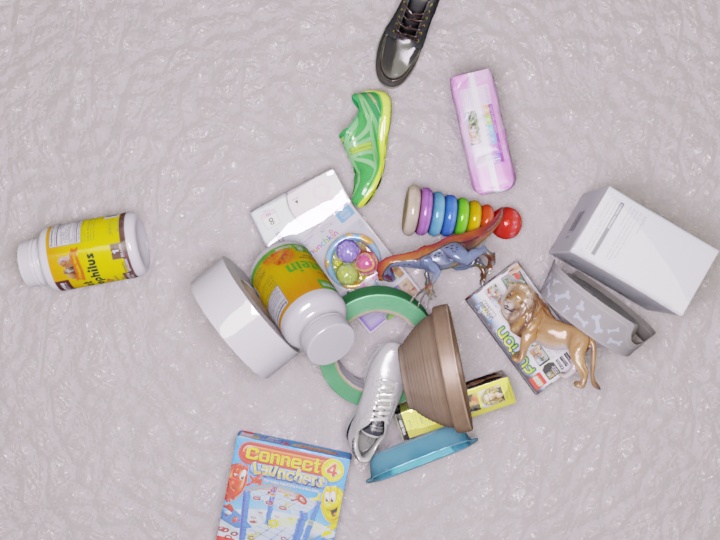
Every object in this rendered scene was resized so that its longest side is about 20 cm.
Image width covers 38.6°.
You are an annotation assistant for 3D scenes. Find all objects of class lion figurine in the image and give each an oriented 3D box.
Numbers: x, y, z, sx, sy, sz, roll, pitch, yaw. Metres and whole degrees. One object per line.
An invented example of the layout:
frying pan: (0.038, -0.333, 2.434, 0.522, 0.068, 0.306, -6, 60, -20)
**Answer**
lion figurine: (0.314, 0.105, 1.666, 0.199, 0.072, 0.123, 22, 97, 15)

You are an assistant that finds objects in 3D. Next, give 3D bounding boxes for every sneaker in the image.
sneaker: (0.076, -0.403, 1.691, 0.074, 0.106, 0.201, 21, 91, 0)
sneaker: (0.003, -0.202, 1.716, 0.083, 0.074, 0.202, 7, 82, -2)
sneaker: (0.033, 0.214, 1.665, 0.076, 0.081, 0.201, 15, 103, -7)

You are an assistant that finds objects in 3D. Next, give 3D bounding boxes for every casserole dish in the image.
casserole dish: (0.096, 0.301, 1.703, 0.199, 0.121, 0.039, -22, 73, 1)

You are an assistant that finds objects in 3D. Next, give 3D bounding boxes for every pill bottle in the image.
pill bottle: (-0.089, 0.053, 1.626, 0.111, 0.111, 0.200, -38, 49, 1)
pill bottle: (-0.459, -0.028, 1.704, 0.199, 0.109, 0.110, -10, 91, 1)

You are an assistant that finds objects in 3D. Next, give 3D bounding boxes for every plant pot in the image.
plant pot: (0.112, 0.158, 1.599, 0.092, 0.201, 0.202, -11, 91, 6)

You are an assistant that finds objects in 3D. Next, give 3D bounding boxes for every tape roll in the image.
tape roll: (-0.186, 0.075, 1.658, 0.071, 0.202, 0.203, -39, 90, 2)
tape roll: (0.028, 0.127, 1.704, 0.199, 0.048, 0.202, -1, 108, -3)

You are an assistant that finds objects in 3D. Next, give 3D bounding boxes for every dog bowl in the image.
dog bowl: (0.376, 0.063, 1.655, 0.199, 0.200, 0.059, 34, 102, 0)

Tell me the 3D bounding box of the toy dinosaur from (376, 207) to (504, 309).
toy dinosaur: (0.123, -0.020, 1.679, 0.180, 0.105, 0.201, 15, 76, -3)

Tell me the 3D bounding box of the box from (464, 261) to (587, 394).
box: (0.278, 0.096, 1.733, 0.110, 0.035, 0.200, -36, 90, 1)

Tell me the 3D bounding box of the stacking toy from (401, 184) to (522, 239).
stacking toy: (0.172, -0.088, 1.712, 0.198, 0.085, 0.086, 8, 91, -3)

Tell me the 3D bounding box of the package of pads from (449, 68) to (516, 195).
package of pads: (0.202, -0.223, 1.686, 0.075, 0.120, 0.201, -13, 91, 6)

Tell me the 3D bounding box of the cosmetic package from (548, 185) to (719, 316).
cosmetic package: (0.432, -0.030, 1.646, 0.199, 0.199, 0.123, 31, 91, 0)

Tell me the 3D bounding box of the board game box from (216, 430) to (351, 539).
board game box: (-0.130, 0.389, 1.734, 0.199, 0.056, 0.197, 11, 91, 1)

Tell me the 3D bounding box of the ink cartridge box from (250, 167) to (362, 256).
ink cartridge box: (-0.070, -0.047, 1.730, 0.162, 0.057, 0.201, -28, 86, 1)

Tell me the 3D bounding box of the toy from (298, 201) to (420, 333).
toy: (0.000, 0.000, 1.709, 0.115, 0.047, 0.200, -39, 104, 3)

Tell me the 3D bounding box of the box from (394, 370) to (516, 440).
box: (0.156, 0.224, 1.719, 0.199, 0.075, 0.050, -19, 93, 0)
